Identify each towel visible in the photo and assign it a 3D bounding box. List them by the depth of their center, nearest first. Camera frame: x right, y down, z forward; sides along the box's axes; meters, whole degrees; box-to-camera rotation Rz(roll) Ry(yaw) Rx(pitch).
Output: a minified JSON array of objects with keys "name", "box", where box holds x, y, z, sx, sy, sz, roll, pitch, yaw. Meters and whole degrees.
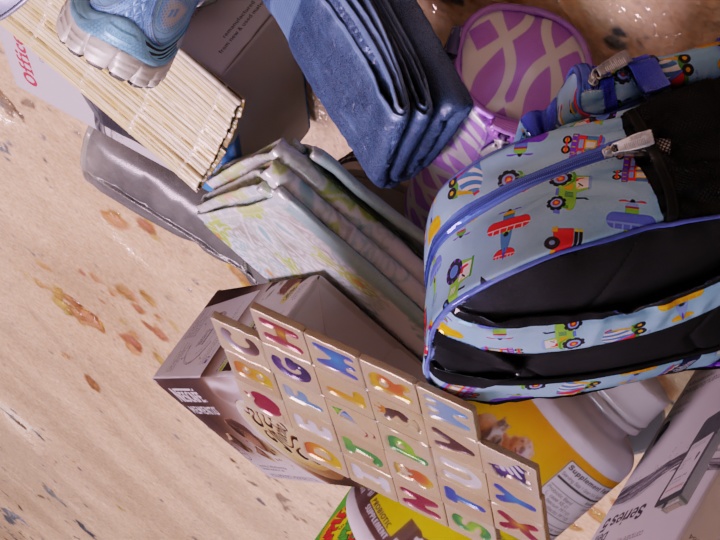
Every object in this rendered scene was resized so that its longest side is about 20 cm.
[{"name":"towel","box":[-0.017,-0.145,0.994,0.201,0.048,0.112,60,160,12]},{"name":"towel","box":[0.000,0.000,1.113,0.200,0.048,0.171,41,164,-14]}]

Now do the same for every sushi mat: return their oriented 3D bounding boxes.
[{"name":"sushi mat","box":[-0.158,-0.135,1.123,0.200,0.012,0.096,40,140,6]}]

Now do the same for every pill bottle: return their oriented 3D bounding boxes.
[{"name":"pill bottle","box":[0.093,0.118,1.155,0.109,0.200,0.109,44,-168,-12]}]

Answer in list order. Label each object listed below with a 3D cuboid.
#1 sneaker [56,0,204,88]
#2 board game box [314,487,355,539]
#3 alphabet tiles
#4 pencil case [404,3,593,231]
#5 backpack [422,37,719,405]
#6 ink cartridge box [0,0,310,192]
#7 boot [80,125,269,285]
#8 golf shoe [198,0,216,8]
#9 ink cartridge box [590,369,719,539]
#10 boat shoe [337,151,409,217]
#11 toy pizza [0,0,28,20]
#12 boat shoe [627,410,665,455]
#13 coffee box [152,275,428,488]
[{"name":"sneaker","box":[-0.097,-0.179,0.974,0.078,0.201,0.090,26,124,-18]},{"name":"board game box","box":[0.048,0.144,1.312,0.048,0.201,0.101,44,154,-17]},{"name":"alphabet tiles","box":[0.011,0.087,0.993,0.199,0.006,0.167,24,155,22]},{"name":"pencil case","box":[0.075,-0.069,1.047,0.083,0.086,0.200,8,156,-3]},{"name":"backpack","box":[0.117,-0.016,0.914,0.183,0.198,0.136,93,162,-65]},{"name":"ink cartridge box","box":[-0.139,-0.149,1.194,0.199,0.084,0.146,28,154,19]},{"name":"boot","box":[-0.113,-0.057,1.357,0.200,0.073,0.182,41,154,8]},{"name":"golf shoe","box":[-0.157,-0.228,1.095,0.199,0.073,0.092,34,154,8]},{"name":"ink cartridge box","box":[0.215,0.134,1.074,0.084,0.201,0.145,38,155,-4]},{"name":"boat shoe","box":[0.072,-0.024,1.181,0.199,0.063,0.073,26,121,-2]},{"name":"toy pizza","box":[-0.171,-0.222,1.002,0.032,0.202,0.199,22,168,-37]},{"name":"boat shoe","box":[0.111,0.059,1.242,0.198,0.074,0.068,28,167,-4]},{"name":"coffee box","box":[-0.042,0.071,1.167,0.113,0.080,0.200,41,163,-15]}]
